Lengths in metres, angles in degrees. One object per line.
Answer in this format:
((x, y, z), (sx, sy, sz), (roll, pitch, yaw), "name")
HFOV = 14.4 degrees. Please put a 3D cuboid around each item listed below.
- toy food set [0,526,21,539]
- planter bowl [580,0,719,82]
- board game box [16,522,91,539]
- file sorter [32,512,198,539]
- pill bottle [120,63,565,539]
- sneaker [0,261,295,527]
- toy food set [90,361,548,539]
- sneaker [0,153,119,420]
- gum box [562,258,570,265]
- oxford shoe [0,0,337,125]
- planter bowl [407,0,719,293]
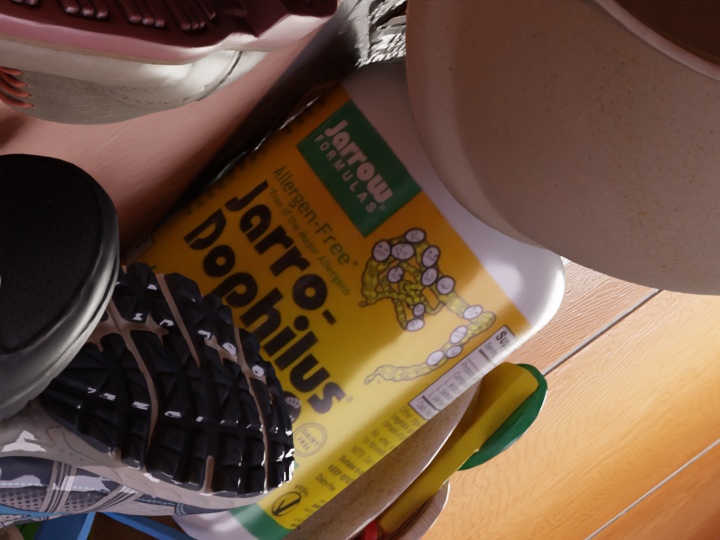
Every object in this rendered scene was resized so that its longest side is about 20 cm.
((-0.206, 0.149, 1.051), (0.197, 0.049, 0.200), (-31, 163, -26), "toy food set")
((0.104, -0.144, 0.704), (0.200, 0.201, 0.135), (-37, -168, -5), "planter bowl")
((-0.093, 0.114, 1.249), (0.199, 0.048, 0.102), (-30, 164, -29), "board game box")
((-0.087, 0.189, 0.996), (0.200, 0.122, 0.139), (113, 0, -57), "file sorter")
((0.000, 0.000, 0.995), (0.200, 0.113, 0.113), (-38, 166, 2), "pill bottle")
((-0.113, 0.044, 0.891), (0.199, 0.078, 0.086), (10, 148, -35), "sneaker")
((-0.026, 0.076, 1.108), (0.200, 0.049, 0.198), (-43, -158, -12), "toy food set")
((-0.137, 0.009, 0.773), (0.199, 0.073, 0.082), (-27, 160, -40), "sneaker")
((0.125, -0.078, 1.197), (0.169, 0.045, 0.200), (-34, 164, -15), "gum box")
((-0.075, -0.062, 0.718), (0.075, 0.071, 0.200), (-38, 166, 21), "oxford shoe")
((0.131, -0.075, 0.870), (0.199, 0.135, 0.201), (-22, 128, -32), "planter bowl")
